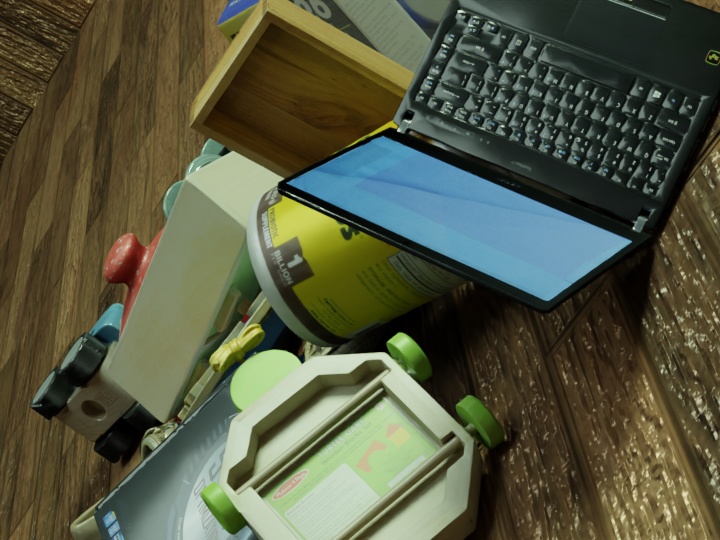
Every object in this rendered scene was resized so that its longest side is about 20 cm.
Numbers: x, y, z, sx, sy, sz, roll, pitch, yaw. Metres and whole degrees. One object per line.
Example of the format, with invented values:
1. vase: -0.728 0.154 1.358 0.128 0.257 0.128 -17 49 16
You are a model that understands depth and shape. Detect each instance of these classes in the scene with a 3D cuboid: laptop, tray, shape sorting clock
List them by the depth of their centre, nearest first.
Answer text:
1. laptop: 0.083 -0.088 0.966 0.176 0.103 0.201 25 86 26
2. tray: -0.002 -0.093 1.178 0.099 0.199 0.037 -52 21 27
3. shape sorting clock: -0.069 0.034 1.272 0.201 0.039 0.200 -58 -1 -2

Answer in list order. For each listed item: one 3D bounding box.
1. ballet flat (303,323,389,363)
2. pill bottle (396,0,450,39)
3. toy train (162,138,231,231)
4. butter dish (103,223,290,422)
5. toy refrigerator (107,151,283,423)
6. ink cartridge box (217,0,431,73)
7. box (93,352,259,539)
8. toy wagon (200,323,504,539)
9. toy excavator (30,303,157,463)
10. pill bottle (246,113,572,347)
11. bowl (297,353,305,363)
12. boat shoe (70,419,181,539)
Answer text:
1. ballet flat: 0.000 0.000 1.226 0.067 0.046 0.201 -17 34 39
2. pill bottle: 0.024 -0.213 1.314 0.112 0.111 0.200 -65 20 -7
3. toy train: -0.070 -0.074 1.407 0.201 0.114 0.085 -55 8 -30
4. butter dish: -0.143 0.018 1.476 0.199 0.147 0.201 -43 27 42
5. toy refrigerator: -0.112 0.014 1.308 0.076 0.070 0.201 -33 -23 -50
6. ink cartridge box: -0.032 -0.169 1.270 0.047 0.200 0.197 -49 14 -18
7. box: -0.073 0.176 1.094 0.160 0.043 0.201 -43 46 15
8. toy wagon: -0.017 0.102 1.039 0.155 0.040 0.200 -37 48 -12
9. toy excavator: -0.207 0.052 1.699 0.194 0.100 0.201 -43 18 41
10. pill bottle: 0.035 -0.039 1.099 0.199 0.109 0.110 -28 34 24
11. bowl: -0.059 0.146 1.216 0.201 0.039 0.201 -45 20 21
12. boat shoe: -0.133 0.143 1.331 0.200 0.065 0.072 -46 15 -26
